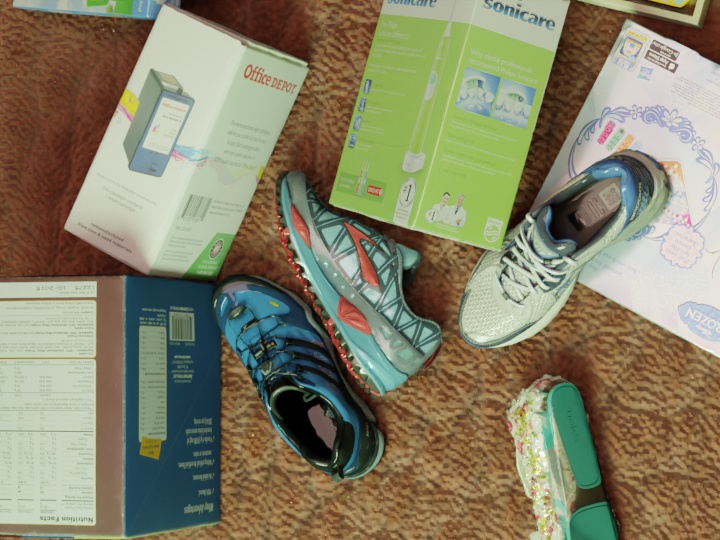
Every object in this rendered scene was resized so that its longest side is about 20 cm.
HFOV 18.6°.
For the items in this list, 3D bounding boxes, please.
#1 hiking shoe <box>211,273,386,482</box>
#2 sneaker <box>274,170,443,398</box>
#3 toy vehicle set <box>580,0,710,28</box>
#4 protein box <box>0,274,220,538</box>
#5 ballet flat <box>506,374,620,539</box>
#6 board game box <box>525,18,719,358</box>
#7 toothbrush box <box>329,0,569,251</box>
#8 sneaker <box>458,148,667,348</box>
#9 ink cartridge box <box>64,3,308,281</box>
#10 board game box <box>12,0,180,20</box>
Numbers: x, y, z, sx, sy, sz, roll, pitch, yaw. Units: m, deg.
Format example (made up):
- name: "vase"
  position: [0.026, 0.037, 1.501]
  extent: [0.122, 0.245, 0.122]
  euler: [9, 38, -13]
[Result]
- name: "hiking shoe"
  position: [-0.055, 0.080, 1.764]
  extent: [0.074, 0.087, 0.200]
  euler: [-43, 76, 12]
- name: "sneaker"
  position: [0.000, 0.000, 1.770]
  extent: [0.095, 0.079, 0.200]
  euler: [-27, 78, -8]
- name: "toy vehicle set"
  position: [0.190, -0.274, 1.732]
  extent: [0.199, 0.027, 0.125]
  euler: [16, 92, 18]
- name: "protein box"
  position: [-0.208, 0.107, 1.754]
  extent: [0.134, 0.198, 0.201]
  euler: [-1, 87, 18]
- name: "ballet flat"
  position: [0.158, 0.182, 1.711]
  extent: [0.064, 0.075, 0.201]
  euler: [-20, 75, 47]
- name: "board game box"
  position: [0.249, -0.061, 1.694]
  extent: [0.200, 0.043, 0.199]
  euler: [29, 97, 17]
- name: "toothbrush box"
  position: [0.066, -0.128, 1.697]
  extent: [0.146, 0.086, 0.201]
  euler: [17, 94, 61]
- name: "sneaker"
  position: [0.141, -0.019, 1.663]
  extent: [0.200, 0.085, 0.077]
  euler: [-46, 76, 14]
- name: "ink cartridge box"
  position: [-0.136, -0.100, 1.769]
  extent: [0.087, 0.145, 0.200]
  euler: [28, 97, 18]
- name: "board game box"
  position: [-0.212, -0.285, 1.807]
  extent: [0.200, 0.037, 0.152]
  euler: [11, 96, 49]
